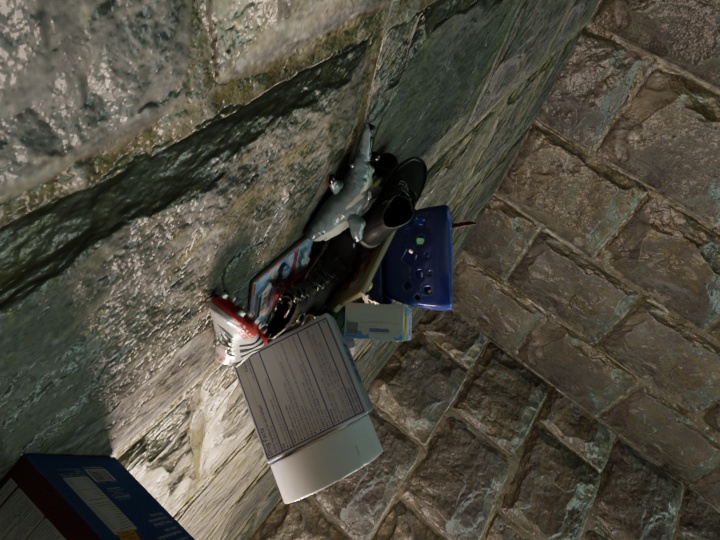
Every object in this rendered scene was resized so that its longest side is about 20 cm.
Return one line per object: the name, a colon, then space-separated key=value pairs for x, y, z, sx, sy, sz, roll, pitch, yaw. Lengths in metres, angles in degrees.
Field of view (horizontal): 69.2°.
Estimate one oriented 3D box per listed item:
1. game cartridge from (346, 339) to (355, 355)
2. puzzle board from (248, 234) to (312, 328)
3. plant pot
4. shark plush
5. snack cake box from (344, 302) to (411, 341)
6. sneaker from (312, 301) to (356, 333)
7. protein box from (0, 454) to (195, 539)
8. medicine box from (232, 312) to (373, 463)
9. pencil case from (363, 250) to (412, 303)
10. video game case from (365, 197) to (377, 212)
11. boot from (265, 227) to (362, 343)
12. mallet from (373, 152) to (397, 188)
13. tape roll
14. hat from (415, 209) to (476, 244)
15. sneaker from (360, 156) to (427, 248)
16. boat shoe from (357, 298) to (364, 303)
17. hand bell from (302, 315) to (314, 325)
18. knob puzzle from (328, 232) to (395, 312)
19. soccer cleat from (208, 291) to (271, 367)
game cartridge: x=-0.111 y=0.190 z=1.095 sx=0.194 sy=0.039 sz=0.131 roll=-9 pitch=145 yaw=-15
puzzle board: x=-0.140 y=0.042 z=0.904 sx=0.151 sy=0.017 sz=0.202 roll=-46 pitch=163 yaw=-39
plant pot: x=0.109 y=-0.018 z=1.113 sx=0.200 sy=0.174 sz=0.207 roll=21 pitch=68 yaw=-77
shark plush: x=-0.018 y=-0.127 z=0.828 sx=0.081 sy=0.092 sz=0.202 roll=7 pitch=133 yaw=-31
snack cake box: x=0.040 y=0.104 z=1.045 sx=0.200 sy=0.111 sz=0.070 roll=31 pitch=61 yaw=-78
sneaker: x=-0.042 y=0.074 z=1.101 sx=0.076 sy=0.087 sz=0.201 roll=-14 pitch=-158 yaw=27
protein box: x=-0.309 y=0.334 z=0.598 sx=0.136 sy=0.198 sz=0.199 roll=-50 pitch=166 yaw=-14
medicine box: x=-0.102 y=0.207 z=0.933 sx=0.196 sy=0.186 sz=0.103 roll=-25 pitch=166 yaw=1
pencil case: x=0.084 y=0.021 z=1.516 sx=0.202 sy=0.077 sz=0.089 roll=-53 pitch=-174 yaw=-9
video game case: x=-0.002 y=-0.070 z=1.114 sx=0.199 sy=0.023 sz=0.185 roll=-35 pitch=155 yaw=-57
boot: x=-0.080 y=0.026 z=0.891 sx=0.203 sy=0.068 sz=0.174 roll=-59 pitch=169 yaw=20
mallet: x=0.000 y=-0.128 z=0.963 sx=0.201 sy=0.041 sz=0.066 roll=-49 pitch=161 yaw=-12
tape roll: x=-0.058 y=0.334 z=0.934 sx=0.198 sy=0.072 sz=0.203 roll=-25 pitch=167 yaw=-6
hat: x=0.160 y=-0.076 z=1.338 sx=0.203 sy=0.174 sz=0.165 roll=-60 pitch=166 yaw=20
sneaker: x=0.077 y=-0.126 z=0.888 sx=0.202 sy=0.074 sz=0.106 roll=-56 pitch=-165 yaw=-23
boat shoe: x=-0.064 y=0.129 z=1.205 sx=0.201 sy=0.073 sz=0.072 roll=-51 pitch=153 yaw=18
hand bell: x=-0.130 y=0.166 z=1.143 sx=0.200 sy=0.104 sz=0.104 roll=-47 pitch=170 yaw=23
knob puzzle: x=0.000 y=0.000 z=0.993 sx=0.221 sy=0.030 sz=0.221 roll=-49 pitch=-163 yaw=20
soccer cleat: x=-0.186 y=0.095 z=0.762 sx=0.085 sy=0.068 sz=0.201 roll=-48 pitch=167 yaw=-12
